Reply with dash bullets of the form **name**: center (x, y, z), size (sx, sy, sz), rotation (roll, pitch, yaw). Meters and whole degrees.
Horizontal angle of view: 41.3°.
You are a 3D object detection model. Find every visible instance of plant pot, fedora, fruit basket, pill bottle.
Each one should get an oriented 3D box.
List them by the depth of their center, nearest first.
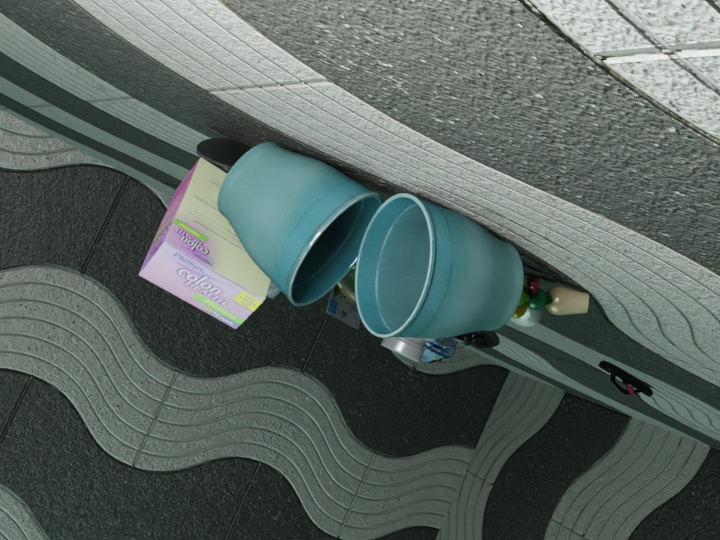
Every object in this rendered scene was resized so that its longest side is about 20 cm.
- **plant pot**: center (0.122, 0.006, 1.358), size (0.187, 0.201, 0.200), rotation (10, -177, -28)
- **plant pot**: center (-0.100, -0.085, 1.408), size (0.188, 0.200, 0.200), rotation (40, 180, 18)
- **fruit basket**: center (0.000, 0.000, 1.765), size (0.093, 0.201, 0.185), rotation (7, 168, 19)
- **pill bottle**: center (0.124, 0.083, 2.006), size (0.119, 0.201, 0.120), rotation (25, 175, 2)
- **fedora**: center (0.242, 0.100, 2.175), size (0.200, 0.092, 0.201), rotation (20, 162, 7)

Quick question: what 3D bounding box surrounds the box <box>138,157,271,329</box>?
- **box**: center (-0.223, -0.043, 1.495), size (0.175, 0.201, 0.097), rotation (31, 133, -19)

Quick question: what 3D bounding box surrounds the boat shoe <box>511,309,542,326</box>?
- **boat shoe**: center (0.248, 0.044, 1.793), size (0.200, 0.072, 0.069), rotation (30, 158, 39)

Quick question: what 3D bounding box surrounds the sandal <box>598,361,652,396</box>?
- **sandal**: center (0.653, 0.279, 2.374), size (0.200, 0.045, 0.075), rotation (29, 174, -35)

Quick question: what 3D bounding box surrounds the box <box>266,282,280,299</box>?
- **box**: center (-0.196, -0.049, 1.666), size (0.199, 0.048, 0.158), rotation (29, 136, -16)

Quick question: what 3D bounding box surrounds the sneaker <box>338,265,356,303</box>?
- **sneaker**: center (-0.015, -0.042, 1.637), size (0.067, 0.201, 0.090), rotation (-20, -178, -27)

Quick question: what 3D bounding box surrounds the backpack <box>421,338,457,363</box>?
- **backpack**: center (0.151, 0.108, 2.323), size (0.199, 0.184, 0.147), rotation (25, 153, -20)

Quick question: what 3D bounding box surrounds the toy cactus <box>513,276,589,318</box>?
- **toy cactus**: center (0.279, 0.037, 1.519), size (0.164, 0.103, 0.200), rotation (5, 169, 9)

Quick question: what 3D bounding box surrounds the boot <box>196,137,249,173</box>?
- **boot**: center (-0.207, -0.125, 1.660), size (0.199, 0.069, 0.174), rotation (24, 133, -4)
